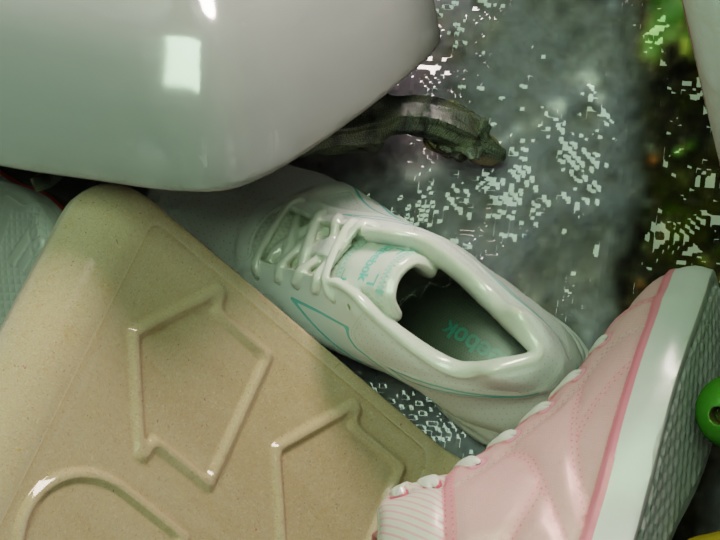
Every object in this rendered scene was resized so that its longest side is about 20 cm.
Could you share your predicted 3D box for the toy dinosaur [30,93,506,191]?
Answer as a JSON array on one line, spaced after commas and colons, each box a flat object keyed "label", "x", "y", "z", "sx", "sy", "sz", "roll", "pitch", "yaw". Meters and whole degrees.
[{"label": "toy dinosaur", "x": -0.043, "y": -0.062, "z": 1.137, "sx": 0.199, "sy": 0.048, "sz": 0.088, "roll": -6, "pitch": 22, "yaw": -21}]

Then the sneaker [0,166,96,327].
[{"label": "sneaker", "x": -0.144, "y": -0.025, "z": 1.166, "sx": 0.077, "sy": 0.082, "sz": 0.200, "roll": -51, "pitch": 45, "yaw": 18}]

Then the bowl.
[{"label": "bowl", "x": -0.087, "y": -0.108, "z": 1.107, "sx": 0.199, "sy": 0.075, "sz": 0.200, "roll": 10, "pitch": 27, "yaw": 26}]

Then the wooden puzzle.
[{"label": "wooden puzzle", "x": -0.062, "y": 0.095, "z": 1.045, "sx": 0.200, "sy": 0.046, "sz": 0.186, "roll": 38, "pitch": 54, "yaw": -20}]

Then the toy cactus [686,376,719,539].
[{"label": "toy cactus", "x": 0.202, "y": 0.056, "z": 1.032, "sx": 0.164, "sy": 0.102, "sz": 0.201, "roll": 8, "pitch": 103, "yaw": -16}]

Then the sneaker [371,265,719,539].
[{"label": "sneaker", "x": 0.063, "y": 0.074, "z": 1.036, "sx": 0.104, "sy": 0.075, "sz": 0.201, "roll": 9, "pitch": 55, "yaw": 22}]

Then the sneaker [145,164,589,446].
[{"label": "sneaker", "x": 0.000, "y": 0.000, "z": 1.116, "sx": 0.200, "sy": 0.080, "sz": 0.071, "roll": 25, "pitch": 78, "yaw": 20}]

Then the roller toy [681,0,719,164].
[{"label": "roller toy", "x": 0.186, "y": -0.120, "z": 1.068, "sx": 0.139, "sy": 0.183, "sz": 0.201, "roll": -13, "pitch": 44, "yaw": 7}]
